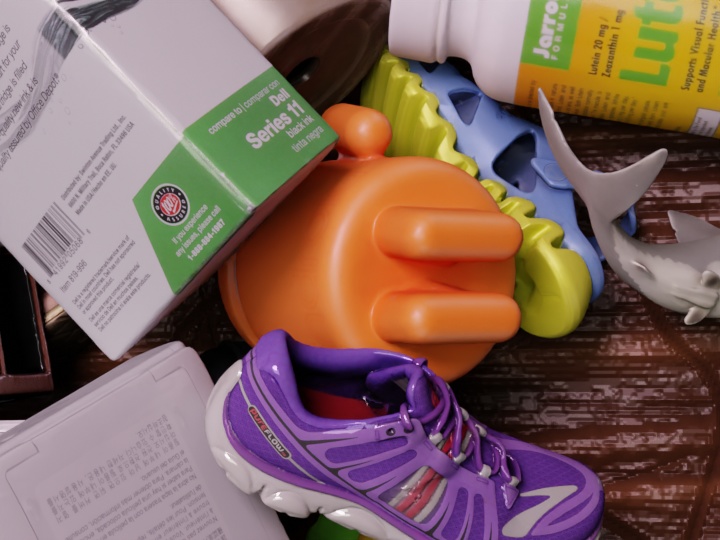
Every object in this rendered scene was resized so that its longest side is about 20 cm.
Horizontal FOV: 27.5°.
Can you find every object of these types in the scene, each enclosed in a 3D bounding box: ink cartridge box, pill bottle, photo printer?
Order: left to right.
[{"bbox_3d":[-0.132,-0.080,0.695,0.200,0.083,0.147,47,133,-2],"label":"ink cartridge box"},{"bbox_3d":[-0.100,0.154,0.663,0.069,0.166,0.201,-20,98,44],"label":"photo printer"},{"bbox_3d":[0.119,-0.134,0.748,0.199,0.111,0.112,10,86,6],"label":"pill bottle"}]

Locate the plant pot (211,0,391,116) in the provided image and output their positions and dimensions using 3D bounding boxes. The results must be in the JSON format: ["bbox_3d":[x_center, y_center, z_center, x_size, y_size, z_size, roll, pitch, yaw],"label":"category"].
[{"bbox_3d":[-0.077,-0.164,0.773,0.200,0.200,0.174,-41,74,7],"label":"plant pot"}]

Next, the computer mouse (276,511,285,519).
[{"bbox_3d":[-0.033,0.148,0.757,0.034,0.059,0.201,-14,110,-14],"label":"computer mouse"}]

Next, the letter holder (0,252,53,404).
[{"bbox_3d":[-0.285,0.016,0.786,0.199,0.101,0.143,-12,84,16],"label":"letter holder"}]

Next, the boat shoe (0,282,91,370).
[{"bbox_3d":[-0.221,0.039,0.855,0.200,0.072,0.068,-34,78,12],"label":"boat shoe"}]

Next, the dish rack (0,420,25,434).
[{"bbox_3d":[-0.178,0.169,0.703,0.171,0.044,0.201,0,75,-12],"label":"dish rack"}]

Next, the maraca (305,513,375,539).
[{"bbox_3d":[0.041,0.161,0.756,0.137,0.107,0.200,-50,58,20],"label":"maraca"}]

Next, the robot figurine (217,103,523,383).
[{"bbox_3d":[0.000,-0.002,0.753,0.117,0.200,0.144,-43,112,-24],"label":"robot figurine"}]

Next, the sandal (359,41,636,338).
[{"bbox_3d":[0.074,-0.054,0.795,0.087,0.080,0.200,-27,66,-27],"label":"sandal"}]

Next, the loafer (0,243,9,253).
[{"bbox_3d":[-0.154,-0.064,0.851,0.199,0.070,0.070,-17,88,13],"label":"loafer"}]

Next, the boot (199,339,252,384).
[{"bbox_3d":[-0.140,0.131,0.780,0.168,0.076,0.201,7,90,-23],"label":"boot"}]

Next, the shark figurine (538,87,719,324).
[{"bbox_3d":[0.167,-0.017,0.745,0.128,0.214,0.090,-66,30,29],"label":"shark figurine"}]

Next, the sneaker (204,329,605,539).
[{"bbox_3d":[0.030,0.083,0.669,0.199,0.081,0.084,19,130,-19],"label":"sneaker"}]
